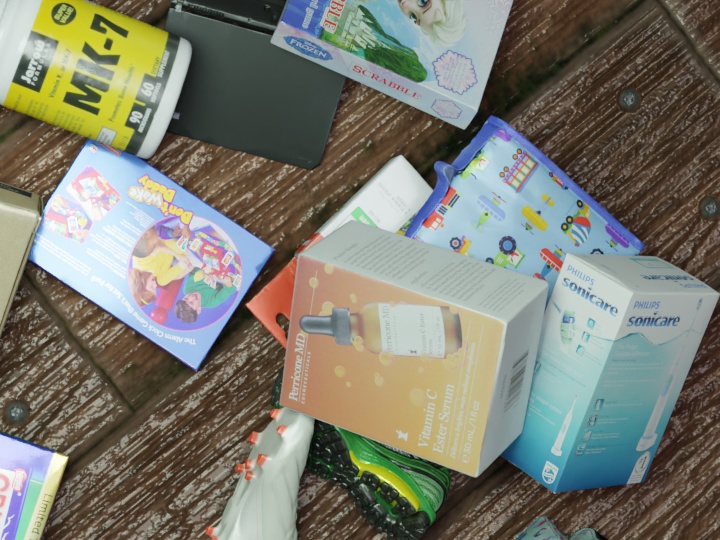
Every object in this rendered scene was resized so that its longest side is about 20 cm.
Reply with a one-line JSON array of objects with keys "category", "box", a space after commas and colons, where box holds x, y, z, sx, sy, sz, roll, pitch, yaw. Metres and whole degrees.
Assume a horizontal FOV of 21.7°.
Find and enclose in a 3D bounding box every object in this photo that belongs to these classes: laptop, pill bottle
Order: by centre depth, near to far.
[{"category": "pill bottle", "box": [-0.259, -0.185, 1.662, 0.199, 0.114, 0.115, 20, 85, -12]}, {"category": "laptop", "box": [-0.097, -0.223, 1.772, 0.176, 0.103, 0.201, 14, 60, -9]}]

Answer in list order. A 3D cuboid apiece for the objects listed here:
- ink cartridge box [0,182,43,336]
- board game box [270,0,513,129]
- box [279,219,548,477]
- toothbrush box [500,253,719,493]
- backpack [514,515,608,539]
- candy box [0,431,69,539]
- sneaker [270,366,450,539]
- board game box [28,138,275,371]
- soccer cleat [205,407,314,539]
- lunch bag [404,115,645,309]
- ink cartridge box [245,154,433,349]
[{"category": "ink cartridge box", "box": [-0.386, 0.007, 1.649, 0.164, 0.075, 0.201, 19, 102, -13]}, {"category": "board game box", "box": [0.041, -0.258, 1.744, 0.198, 0.041, 0.201, 23, 63, -8]}, {"category": "box", "box": [0.045, 0.065, 1.647, 0.199, 0.106, 0.153, 17, 115, 21]}, {"category": "toothbrush box", "box": [0.224, 0.091, 1.708, 0.146, 0.085, 0.201, 0, 116, -47]}, {"category": "backpack", "box": [0.168, 0.332, 1.712, 0.150, 0.178, 0.200, 37, 93, -3]}, {"category": "candy box", "box": [-0.380, 0.213, 1.677, 0.199, 0.077, 0.170, 19, 84, -9]}, {"category": "sneaker", "box": [-0.002, 0.161, 1.752, 0.200, 0.078, 0.085, 44, 46, 1]}, {"category": "board game box", "box": [-0.198, -0.018, 1.730, 0.199, 0.045, 0.135, 34, 83, -6]}, {"category": "soccer cleat", "box": [-0.082, 0.211, 1.722, 0.077, 0.069, 0.201, 23, 103, -19]}, {"category": "lunch bag", "box": [0.137, -0.031, 1.730, 0.200, 0.094, 0.151, 42, 82, -26]}, {"category": "ink cartridge box", "box": [0.000, 0.000, 1.758, 0.200, 0.050, 0.109, -44, 95, -9]}]
